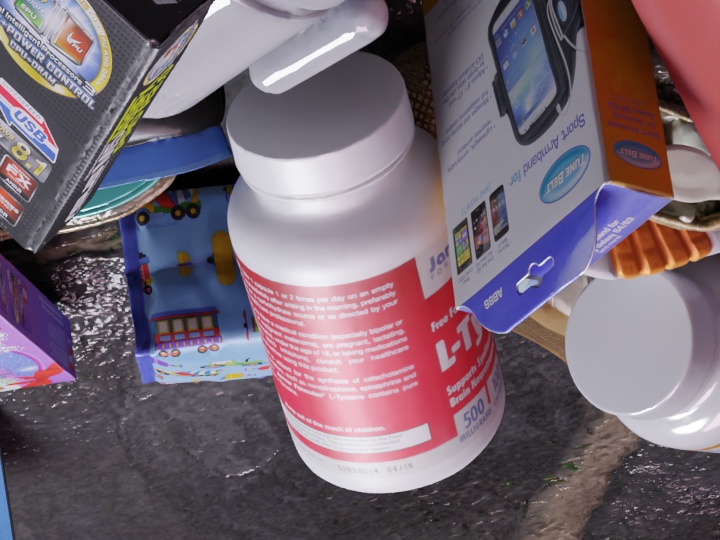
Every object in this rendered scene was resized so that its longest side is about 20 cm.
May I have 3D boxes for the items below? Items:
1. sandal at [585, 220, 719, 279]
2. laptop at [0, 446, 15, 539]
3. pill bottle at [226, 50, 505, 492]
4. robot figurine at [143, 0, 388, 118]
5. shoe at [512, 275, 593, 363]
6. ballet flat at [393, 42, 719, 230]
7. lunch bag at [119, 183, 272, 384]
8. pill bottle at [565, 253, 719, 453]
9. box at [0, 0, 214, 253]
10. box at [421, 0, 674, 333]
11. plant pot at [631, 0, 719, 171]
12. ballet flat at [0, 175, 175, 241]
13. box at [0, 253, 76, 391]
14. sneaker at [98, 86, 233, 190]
[{"bbox_3d":[0.163,-0.039,1.276,0.205,0.080,0.059,-5,-178,-28],"label":"sandal"},{"bbox_3d":[-0.312,0.136,1.443,0.186,0.117,0.200,-8,152,1],"label":"laptop"},{"bbox_3d":[0.000,0.000,1.153,0.111,0.113,0.201,-10,128,6],"label":"pill bottle"},{"bbox_3d":[-0.067,-0.138,0.999,0.169,0.114,0.199,35,133,-29],"label":"robot figurine"},{"bbox_3d":[0.106,0.011,1.387,0.070,0.054,0.200,12,166,45],"label":"shoe"},{"bbox_3d":[0.110,-0.067,1.173,0.198,0.071,0.065,13,-173,-13],"label":"ballet flat"},{"bbox_3d":[-0.053,0.026,1.346,0.149,0.095,0.200,-7,161,-5],"label":"lunch bag"},{"bbox_3d":[0.202,0.047,1.361,0.111,0.112,0.199,-27,158,32],"label":"pill bottle"},{"bbox_3d":[-0.166,-0.122,0.956,0.200,0.044,0.160,43,142,1],"label":"box"},{"bbox_3d":[0.080,-0.072,1.063,0.041,0.201,0.119,10,148,-29],"label":"box"},{"bbox_3d":[0.192,-0.140,0.993,0.199,0.202,0.177,-22,139,25],"label":"plant pot"},{"bbox_3d":[-0.181,-0.046,1.214,0.198,0.071,0.065,-9,178,10],"label":"ballet flat"},{"bbox_3d":[-0.237,0.036,1.280,0.136,0.039,0.200,-9,167,2],"label":"box"},{"bbox_3d":[-0.161,-0.070,1.141,0.198,0.079,0.070,-12,-174,3],"label":"sneaker"}]
